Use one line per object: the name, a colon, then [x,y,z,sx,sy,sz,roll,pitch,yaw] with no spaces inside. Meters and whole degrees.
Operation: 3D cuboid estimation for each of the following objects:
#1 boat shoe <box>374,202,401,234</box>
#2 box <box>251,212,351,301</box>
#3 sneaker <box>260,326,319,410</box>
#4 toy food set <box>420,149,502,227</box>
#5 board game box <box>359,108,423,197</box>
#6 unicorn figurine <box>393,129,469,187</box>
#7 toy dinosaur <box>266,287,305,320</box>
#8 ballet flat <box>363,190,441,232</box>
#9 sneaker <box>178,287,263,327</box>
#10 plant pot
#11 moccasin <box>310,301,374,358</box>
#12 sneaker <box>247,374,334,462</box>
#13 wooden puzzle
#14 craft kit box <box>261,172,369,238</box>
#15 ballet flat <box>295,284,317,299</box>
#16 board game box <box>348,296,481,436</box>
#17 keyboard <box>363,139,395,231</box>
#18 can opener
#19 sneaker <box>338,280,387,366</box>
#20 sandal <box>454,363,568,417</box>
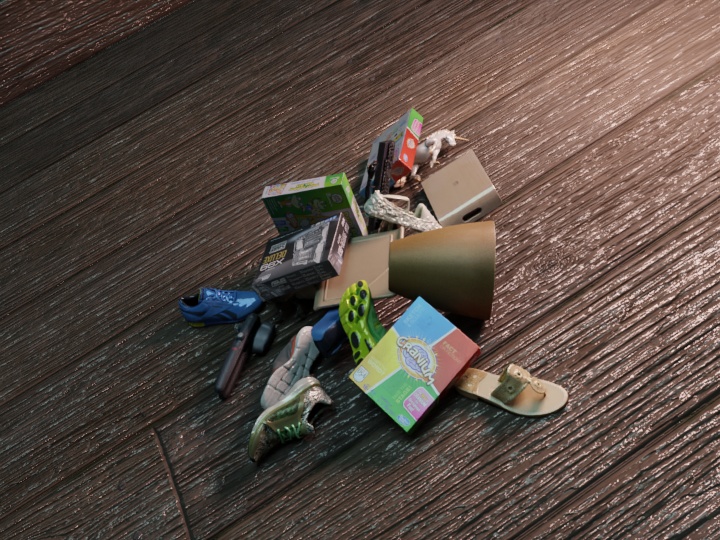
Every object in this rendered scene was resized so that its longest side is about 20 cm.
boat shoe: [0.051,-0.071,1.829,0.073,0.075,0.204,-9,43,12]
box: [-0.124,-0.028,1.761,0.197,0.050,0.159,-18,35,26]
sneaker: [-0.145,0.205,1.656,0.081,0.077,0.201,-22,28,49]
toy food set: [0.227,-0.177,1.880,0.142,0.061,0.201,-31,38,10]
board game box: [0.075,-0.279,2.002,0.152,0.040,0.202,-35,28,41]
unicorn figurine: [0.161,-0.281,1.996,0.197,0.075,0.138,-19,29,15]
toy dinosaur: [-0.159,0.060,1.787,0.198,0.090,0.047,-8,-4,43]
ballet flat: [0.104,-0.120,1.776,0.197,0.072,0.072,18,39,-17]
sneaker: [-0.315,0.072,1.859,0.196,0.079,0.067,-10,40,14]
plant pot: [0.153,-0.005,1.582,0.196,0.188,0.188,3,44,4]
moccasin: [-0.036,0.112,1.677,0.079,0.069,0.199,-5,19,40]
sneaker: [-0.127,0.286,1.546,0.088,0.077,0.200,30,66,35]
wooden puzzle: [0.000,0.000,1.728,0.197,0.037,0.187,-13,44,19]
craft kit box: [-0.095,-0.114,1.853,0.194,0.202,0.049,-10,42,18]
ballet flat: [-0.138,0.024,1.841,0.069,0.070,0.200,-33,39,-10]
board game box: [0.098,0.171,1.502,0.152,0.040,0.200,39,82,21]
keyboard: [0.041,-0.187,1.844,0.020,0.204,0.127,15,19,25]
can opener: [-0.252,0.175,1.728,0.077,0.064,0.201,6,49,30]
sneaker: [0.011,0.118,1.613,0.073,0.083,0.203,-22,65,21]
sandal: [0.254,0.196,1.449,0.209,0.070,0.078,7,49,32]
